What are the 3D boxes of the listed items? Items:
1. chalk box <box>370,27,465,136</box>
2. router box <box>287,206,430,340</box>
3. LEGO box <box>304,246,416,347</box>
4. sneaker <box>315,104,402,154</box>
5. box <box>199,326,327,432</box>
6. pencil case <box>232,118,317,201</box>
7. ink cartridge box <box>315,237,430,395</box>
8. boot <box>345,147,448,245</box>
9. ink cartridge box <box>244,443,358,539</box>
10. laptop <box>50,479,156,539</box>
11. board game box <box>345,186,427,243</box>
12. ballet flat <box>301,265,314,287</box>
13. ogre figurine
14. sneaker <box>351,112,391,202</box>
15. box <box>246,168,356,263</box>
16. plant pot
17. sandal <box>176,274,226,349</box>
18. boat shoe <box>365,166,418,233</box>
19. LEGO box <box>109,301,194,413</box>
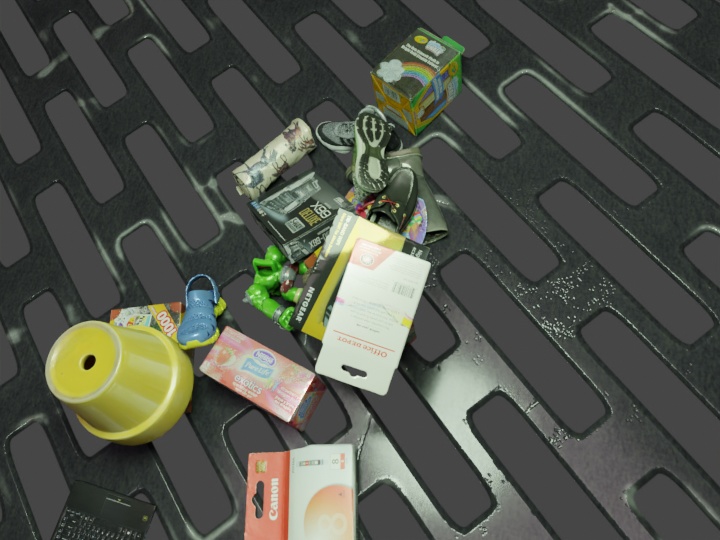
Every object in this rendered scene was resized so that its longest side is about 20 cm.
[{"bbox_3d":[0.137,-0.417,1.285,0.200,0.124,0.125,-44,65,-11],"label":"chalk box"},{"bbox_3d":[-0.002,0.025,0.938,0.156,0.052,0.201,23,89,0],"label":"router box"},{"bbox_3d":[0.002,0.054,1.077,0.077,0.149,0.200,-41,66,-9],"label":"LEGO box"},{"bbox_3d":[-0.009,-0.301,1.263,0.198,0.114,0.076,16,70,17],"label":"sneaker"},{"bbox_3d":[-0.174,0.195,1.081,0.199,0.103,0.095,24,73,20],"label":"box"},{"bbox_3d":[-0.187,-0.236,1.288,0.200,0.089,0.078,-43,94,-9],"label":"pencil case"},{"bbox_3d":[0.016,0.067,0.878,0.116,0.067,0.202,19,87,0],"label":"ink cartridge box"},{"bbox_3d":[0.070,-0.139,1.210,0.180,0.073,0.202,-15,74,12],"label":"boot"},{"bbox_3d":[-0.103,0.382,1.015,0.198,0.050,0.164,-4,66,5],"label":"ink cartridge box"},{"bbox_3d":[-0.477,0.474,1.012,0.176,0.103,0.202,11,69,14],"label":"laptop"},{"bbox_3d":[0.029,-0.092,1.163,0.199,0.039,0.159,28,99,28],"label":"board game box"},{"bbox_3d":[0.000,0.000,0.983,0.198,0.046,0.068,-8,66,5],"label":"ballet flat"},{"bbox_3d":[-0.146,0.016,1.158,0.119,0.098,0.202,14,73,10],"label":"ogre figurine"},{"bbox_3d":[0.006,-0.217,1.150,0.076,0.089,0.202,17,57,-19],"label":"sneaker"},{"bbox_3d":[-0.117,-0.113,1.185,0.157,0.050,0.200,-31,41,-13],"label":"box"},{"bbox_3d":[-0.408,0.176,0.998,0.199,0.189,0.203,-3,66,8],"label":"plant pot"},{"bbox_3d":[-0.301,0.074,1.111,0.079,0.088,0.200,-10,26,-4],"label":"sandal"},{"bbox_3d":[0.053,-0.103,1.107,0.073,0.063,0.203,25,84,9],"label":"boat shoe"},{"bbox_3d":[-0.402,0.173,1.145,0.147,0.077,0.202,-7,65,7],"label":"LEGO box"}]
